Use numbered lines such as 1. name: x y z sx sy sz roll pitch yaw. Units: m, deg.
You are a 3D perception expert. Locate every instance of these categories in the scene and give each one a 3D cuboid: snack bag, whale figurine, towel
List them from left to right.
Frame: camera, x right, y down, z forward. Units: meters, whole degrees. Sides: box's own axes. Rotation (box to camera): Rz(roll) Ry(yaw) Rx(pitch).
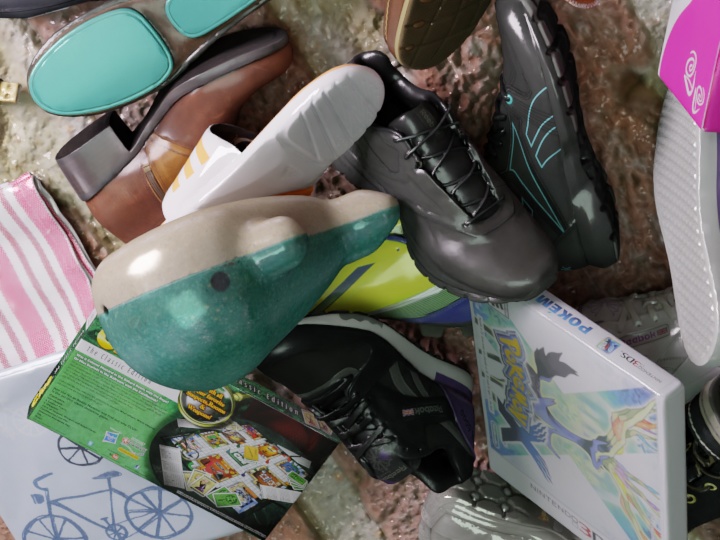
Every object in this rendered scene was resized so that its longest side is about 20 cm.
1. towel: -0.281 0.029 1.373 0.199 0.030 0.147 -24 106 18
2. snack bag: -0.202 0.138 1.397 0.187 0.021 0.201 -18 118 18
3. whale figurine: -0.065 0.010 1.175 0.159 0.199 0.105 -24 84 61

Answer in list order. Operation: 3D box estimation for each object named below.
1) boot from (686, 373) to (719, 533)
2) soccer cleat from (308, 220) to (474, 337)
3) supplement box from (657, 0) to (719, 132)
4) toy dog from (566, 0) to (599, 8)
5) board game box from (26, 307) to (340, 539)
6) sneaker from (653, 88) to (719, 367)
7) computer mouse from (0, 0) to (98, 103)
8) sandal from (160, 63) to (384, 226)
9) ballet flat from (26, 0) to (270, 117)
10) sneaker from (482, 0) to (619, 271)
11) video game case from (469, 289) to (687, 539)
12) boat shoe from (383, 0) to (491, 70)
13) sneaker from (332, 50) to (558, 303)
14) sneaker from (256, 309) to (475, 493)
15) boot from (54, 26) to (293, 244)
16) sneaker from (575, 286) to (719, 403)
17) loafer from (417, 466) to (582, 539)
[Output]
1. boot: 0.224 0.130 1.249 0.153 0.203 0.074 -34 70 26
2. soccer cleat: 0.000 0.000 1.276 0.198 0.065 0.084 0 115 -10
3. supplement box: 0.292 -0.139 1.134 0.198 0.101 0.104 5 115 -9
4. toy dog: 0.125 -0.224 1.114 0.198 0.096 0.133 -6 119 -22
5. board game box: -0.124 0.108 1.344 0.199 0.024 0.105 31 115 -18
6. sneaker: 0.253 -0.036 1.208 0.113 0.073 0.202 -1 76 -15
7. computer mouse: -0.233 -0.176 1.267 0.198 0.046 0.142 -1 112 10
8. sandal: -0.062 -0.076 1.217 0.079 0.060 0.207 15 133 -44
9. ballet flat: -0.126 -0.163 1.239 0.199 0.068 0.068 -27 107 12
10. sneaker: 0.111 -0.086 1.231 0.079 0.075 0.201 -12 110 17
11. video game case: 0.142 0.104 1.241 0.182 0.022 0.201 36 148 40
12. boat shoe: 0.054 -0.227 1.189 0.067 0.072 0.201 36 119 42
13. sneaker: 0.048 -0.059 1.202 0.200 0.076 0.091 43 154 20
14. sneaker: 0.011 0.092 1.260 0.076 0.088 0.199 -30 143 35
15. boot: -0.079 -0.045 1.288 0.188 0.069 0.200 -34 110 8
16. sneaker: 0.199 0.046 1.270 0.100 0.075 0.200 43 113 -10
17. loafer: 0.137 0.206 1.359 0.199 0.070 0.070 25 125 3
